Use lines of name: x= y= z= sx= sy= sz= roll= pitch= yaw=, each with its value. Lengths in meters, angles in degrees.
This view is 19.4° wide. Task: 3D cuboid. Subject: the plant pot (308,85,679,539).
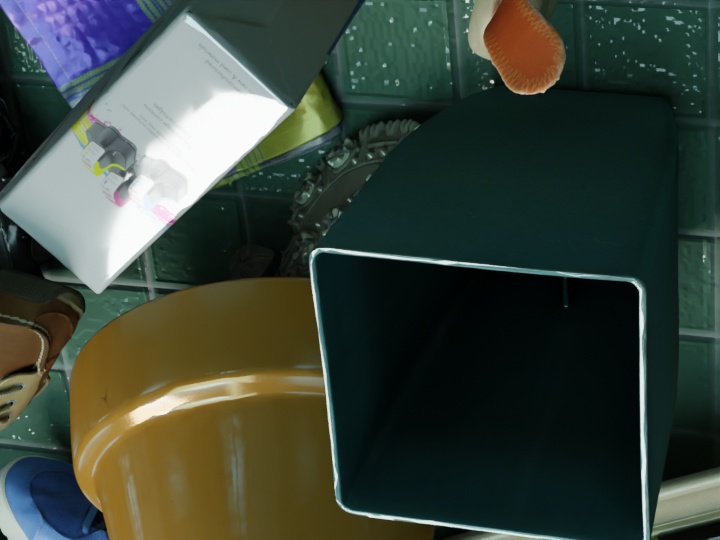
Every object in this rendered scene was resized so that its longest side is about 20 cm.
plant pot: x=0.081 y=0.002 z=0.962 sx=0.141 sy=0.200 sz=0.141 roll=6 pitch=125 yaw=18

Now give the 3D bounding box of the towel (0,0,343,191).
towel: x=-0.109 y=-0.125 z=1.059 sx=0.144 sy=0.023 sz=0.200 roll=-17 pitch=115 yaw=30

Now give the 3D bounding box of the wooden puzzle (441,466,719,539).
wooden puzzle: x=0.155 y=0.199 z=1.087 sx=0.185 sy=0.037 sz=0.200 roll=-17 pitch=114 yaw=14

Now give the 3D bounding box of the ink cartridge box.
ink cartridge box: x=-0.096 y=-0.069 z=1.006 sx=0.068 sy=0.115 sz=0.200 roll=43 pitch=127 yaw=-11

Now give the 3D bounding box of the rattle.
rattle: x=0.034 y=-0.149 z=0.876 sx=0.143 sy=0.200 sz=0.130 roll=33 pitch=128 yaw=-3

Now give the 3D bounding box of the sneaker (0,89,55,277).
sneaker: x=-0.192 y=-0.045 z=1.122 sx=0.090 sy=0.066 sz=0.200 roll=13 pitch=130 yaw=8

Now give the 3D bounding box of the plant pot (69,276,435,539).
plant pot: x=-0.042 y=0.132 z=1.045 sx=0.200 sy=0.183 sz=0.200 roll=-4 pitch=148 yaw=-2

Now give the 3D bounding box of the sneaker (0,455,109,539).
sneaker: x=-0.107 y=0.153 z=1.211 sx=0.200 sy=0.077 sz=0.111 roll=37 pitch=133 yaw=-12

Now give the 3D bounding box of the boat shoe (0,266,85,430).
boat shoe: x=-0.186 y=0.046 z=1.065 sx=0.076 sy=0.074 sz=0.200 roll=14 pitch=165 yaw=-10

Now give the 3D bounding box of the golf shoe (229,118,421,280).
golf shoe: x=0.000 y=0.000 z=1.086 sx=0.097 sy=0.078 sz=0.200 roll=26 pitch=135 yaw=-21
